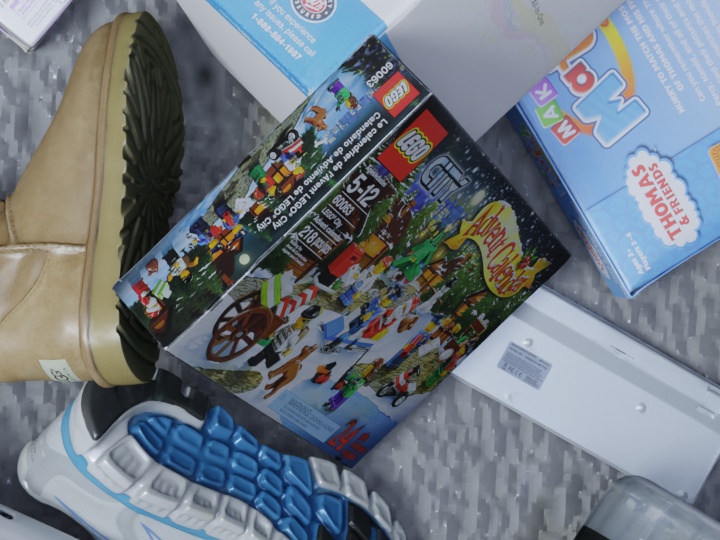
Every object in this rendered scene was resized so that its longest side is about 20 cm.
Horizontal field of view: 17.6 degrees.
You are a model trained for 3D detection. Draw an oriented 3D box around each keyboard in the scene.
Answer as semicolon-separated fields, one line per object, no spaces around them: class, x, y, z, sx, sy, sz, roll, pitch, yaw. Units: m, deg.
keyboard;0.077;0.036;1.044;0.200;0.011;0.056;30;93;-7

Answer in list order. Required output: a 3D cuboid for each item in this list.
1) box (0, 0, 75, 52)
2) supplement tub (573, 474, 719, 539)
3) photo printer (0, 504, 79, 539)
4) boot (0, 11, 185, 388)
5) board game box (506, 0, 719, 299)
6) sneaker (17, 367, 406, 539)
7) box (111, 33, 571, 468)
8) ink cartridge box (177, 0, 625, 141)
box;-0.094;-0.182;0.999;0.041;0.039;0.200;39;86;-8
supplement tub;0.109;0.199;0.994;0.123;0.123;0.200;35;87;-7
photo printer;-0.194;0.164;0.944;0.200;0.069;0.166;25;95;-10
boot;-0.181;-0.024;0.961;0.200;0.066;0.175;-4;60;15
board game box;0.162;-0.103;1.037;0.200;0.037;0.151;-32;95;-7
sneaker;-0.061;0.112;1.003;0.200;0.087;0.075;37;46;-23
box;0.000;0.000;0.934;0.137;0.200;0.038;-44;64;3
ink cartridge box;0.030;-0.147;0.951;0.200;0.125;0.129;-42;63;-5
